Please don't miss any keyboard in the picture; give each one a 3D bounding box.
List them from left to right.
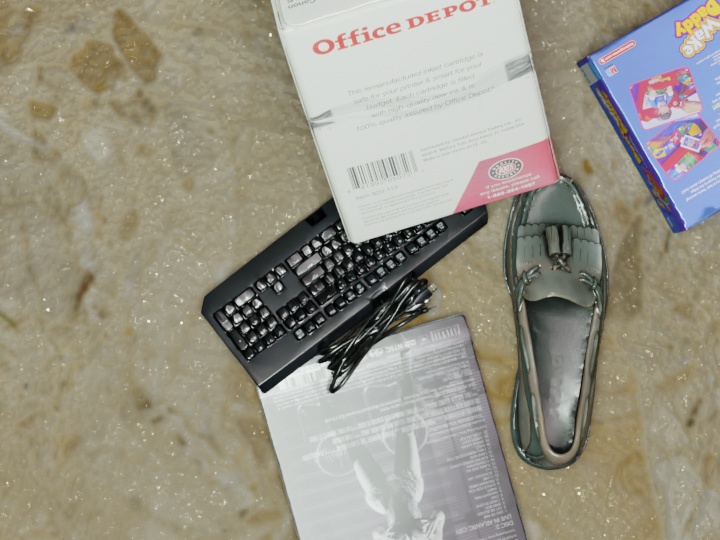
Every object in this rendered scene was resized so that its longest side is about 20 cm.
[{"bbox_3d":[0.000,0.000,1.553,0.200,0.040,0.104,-38,84,-6],"label":"keyboard"}]

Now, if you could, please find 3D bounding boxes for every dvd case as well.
[{"bbox_3d":[0.025,0.144,1.571,0.149,0.016,0.200,-16,88,-6],"label":"dvd case"}]

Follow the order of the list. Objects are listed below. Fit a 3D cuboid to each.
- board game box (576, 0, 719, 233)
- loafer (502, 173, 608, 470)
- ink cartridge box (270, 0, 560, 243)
[{"bbox_3d":[0.266,-0.132,1.585,0.200,0.045,0.135,-29,91,-5],"label":"board game box"},{"bbox_3d":[0.133,0.033,1.559,0.072,0.063,0.200,0,88,-5],"label":"loafer"},{"bbox_3d":[0.034,-0.127,1.480,0.146,0.200,0.083,-16,48,2],"label":"ink cartridge box"}]
